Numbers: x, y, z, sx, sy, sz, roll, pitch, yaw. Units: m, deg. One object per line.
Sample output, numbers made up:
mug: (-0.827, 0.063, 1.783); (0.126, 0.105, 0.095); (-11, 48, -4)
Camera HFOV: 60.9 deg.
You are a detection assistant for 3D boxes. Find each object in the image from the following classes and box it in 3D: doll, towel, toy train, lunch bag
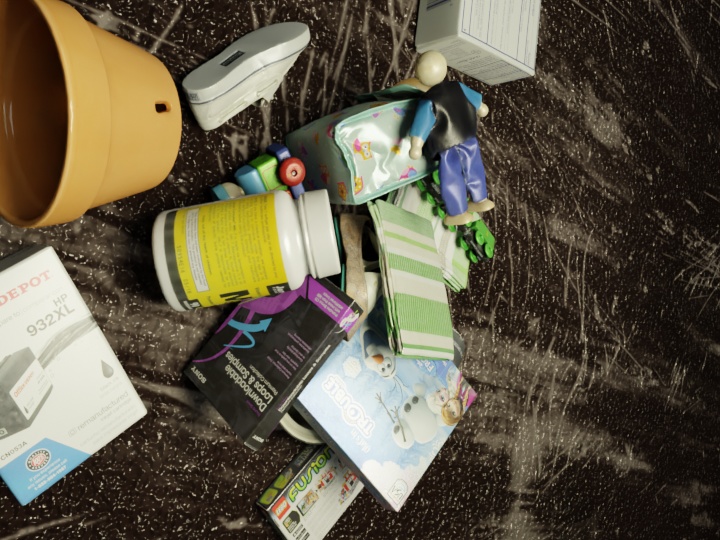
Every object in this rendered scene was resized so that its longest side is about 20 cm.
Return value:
doll: (0.107, -0.161, 0.743); (0.134, 0.048, 0.206); (-28, 112, -28)
towel: (0.070, 0.016, 0.812); (0.151, 0.023, 0.207); (14, 61, -51)
toy train: (0.148, -0.092, 0.935); (0.201, 0.041, 0.057); (49, 43, -30)
lunch bag: (0.023, -0.172, 0.817); (0.196, 0.169, 0.125); (-27, 109, -22)
toy train: (-0.107, -0.048, 0.800); (0.114, 0.084, 0.204); (-30, 119, -16)
towel: (0.117, -0.080, 0.941); (0.198, 0.030, 0.153); (36, 61, -35)

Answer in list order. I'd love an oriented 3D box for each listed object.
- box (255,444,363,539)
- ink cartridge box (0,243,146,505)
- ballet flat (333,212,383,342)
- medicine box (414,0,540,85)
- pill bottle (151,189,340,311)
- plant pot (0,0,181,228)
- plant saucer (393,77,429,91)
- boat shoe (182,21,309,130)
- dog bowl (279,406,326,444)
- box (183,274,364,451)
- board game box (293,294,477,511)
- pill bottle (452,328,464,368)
box: (-0.048, 0.297, 0.886); (0.200, 0.034, 0.112); (-44, 118, -28)
ink cartridge box: (-0.331, 0.097, 0.615); (0.144, 0.083, 0.205); (-35, 113, -31)
ballet flat: (0.000, 0.000, 0.803); (0.065, 0.069, 0.205); (-1, 53, -4)
medicine box: (0.198, -0.428, 0.999); (0.196, 0.101, 0.189); (8, 88, -39)
pill bottle: (-0.125, -0.027, 0.700); (0.193, 0.114, 0.118); (-10, 101, -1)
plant pot: (-0.269, -0.148, 0.596); (0.138, 0.195, 0.208); (-10, 99, -53)
plant saucer: (0.107, -0.206, 0.982); (0.196, 0.035, 0.208); (-3, 94, -39)
boat shoe: (-0.135, -0.244, 0.773); (0.200, 0.070, 0.071); (-47, 146, -31)
dog bowl: (-0.061, 0.127, 0.842); (0.195, 0.073, 0.208); (-2, 93, -38)
box: (-0.106, 0.086, 0.733); (0.202, 0.142, 0.036); (-52, 143, -7)
board game box: (0.035, 0.165, 0.811); (0.201, 0.043, 0.199); (48, 64, -9)
pill bottle: (0.080, 0.180, 0.919); (0.106, 0.104, 0.204); (45, 56, -31)
